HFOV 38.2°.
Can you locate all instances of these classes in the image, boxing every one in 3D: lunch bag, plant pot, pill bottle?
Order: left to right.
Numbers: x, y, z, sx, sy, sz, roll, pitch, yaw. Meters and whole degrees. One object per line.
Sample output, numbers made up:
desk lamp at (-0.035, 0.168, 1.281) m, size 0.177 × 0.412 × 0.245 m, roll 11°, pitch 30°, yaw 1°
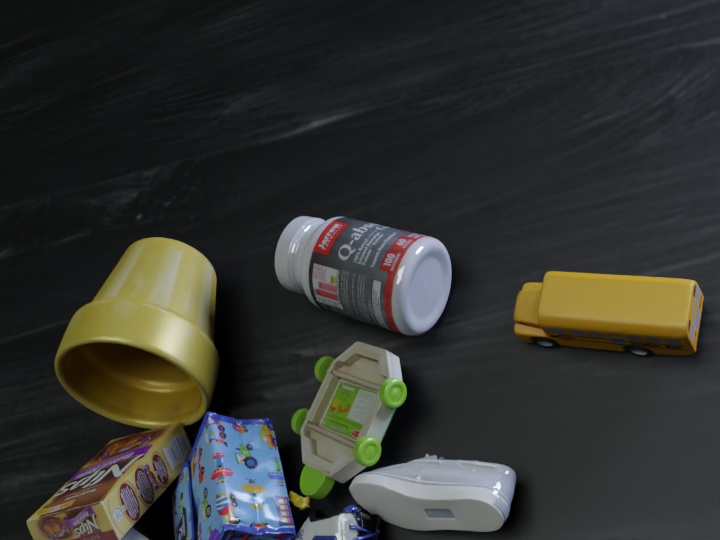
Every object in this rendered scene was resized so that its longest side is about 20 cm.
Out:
plant pot at (-0.269, 0.071, 1.335) m, size 0.198 × 0.201 × 0.191 m, roll -12°, pitch 47°, yaw 25°
lunch bag at (-0.171, 0.289, 1.223) m, size 0.201 × 0.093 × 0.152 m, roll -52°, pitch 40°, yaw 36°
pill bottle at (0.000, 0.000, 1.244) m, size 0.198 × 0.116 × 0.117 m, roll 14°, pitch 76°, yaw 34°

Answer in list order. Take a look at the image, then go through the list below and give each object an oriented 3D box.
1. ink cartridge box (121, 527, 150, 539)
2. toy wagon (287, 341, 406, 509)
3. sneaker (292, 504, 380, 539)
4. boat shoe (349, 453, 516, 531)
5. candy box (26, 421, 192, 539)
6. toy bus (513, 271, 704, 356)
ink cartridge box at (-0.246, 0.407, 1.145) m, size 0.198 × 0.148 × 0.144 m, roll 18°, pitch 36°, yaw 40°
toy wagon at (-0.023, 0.182, 1.197) m, size 0.154 × 0.039 × 0.203 m, roll 10°, pitch 73°, yaw 57°
sneaker at (-0.008, 0.321, 1.117) m, size 0.198 × 0.080 × 0.116 m, roll 32°, pitch 96°, yaw 38°
boat shoe at (0.078, 0.232, 1.127) m, size 0.198 × 0.073 × 0.069 m, roll -11°, pitch 31°, yaw 41°
candy box at (-0.297, 0.262, 1.260) m, size 0.115 × 0.200 × 0.057 m, roll -18°, pitch 104°, yaw 22°
toy bus at (0.255, 0.044, 1.095) m, size 0.197 × 0.078 × 0.066 m, roll 4°, pitch 70°, yaw 32°
